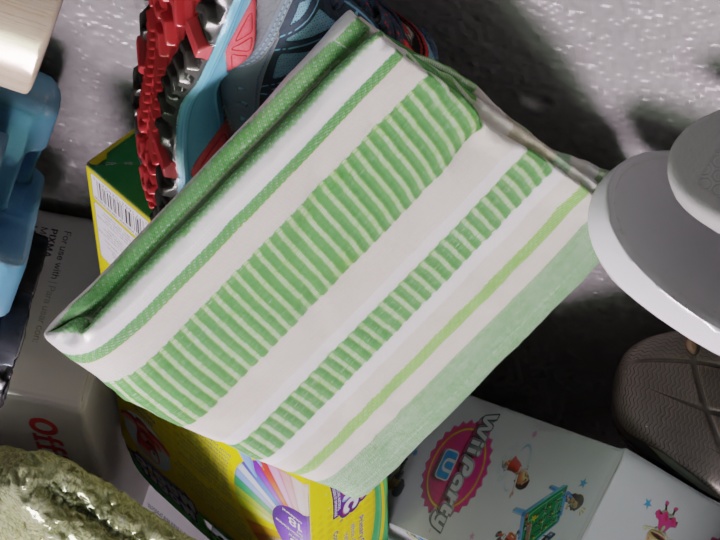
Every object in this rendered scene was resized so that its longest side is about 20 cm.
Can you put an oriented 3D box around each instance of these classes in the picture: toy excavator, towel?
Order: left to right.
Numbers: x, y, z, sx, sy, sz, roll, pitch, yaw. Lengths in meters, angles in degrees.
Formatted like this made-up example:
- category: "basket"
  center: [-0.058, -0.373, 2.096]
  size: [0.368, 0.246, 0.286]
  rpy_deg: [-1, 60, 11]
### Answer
- category: "toy excavator"
  center: [-0.144, -0.051, 1.047]
  size: [0.099, 0.201, 0.195]
  rpy_deg: [18, -162, -8]
- category: "towel"
  center: [-0.084, 0.127, 1.181]
  size: [0.200, 0.037, 0.148]
  rpy_deg: [37, 161, -26]
- category: "towel"
  center: [0.000, 0.000, 0.992]
  size: [0.023, 0.153, 0.200]
  rpy_deg: [50, -168, 30]

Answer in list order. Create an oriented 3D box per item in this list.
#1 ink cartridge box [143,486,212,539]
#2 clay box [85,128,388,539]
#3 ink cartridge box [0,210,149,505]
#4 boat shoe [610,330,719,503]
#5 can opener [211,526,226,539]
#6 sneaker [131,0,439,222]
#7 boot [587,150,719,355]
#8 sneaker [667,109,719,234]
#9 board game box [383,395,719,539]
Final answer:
- category: "ink cartridge box"
  center: [-0.154, 0.180, 1.382]
  size: [0.084, 0.201, 0.146]
  rpy_deg: [-2, 149, 32]
- category: "clay box"
  center: [-0.043, 0.043, 1.134]
  size: [0.115, 0.048, 0.201]
  rpy_deg: [40, 154, 26]
- category: "ink cartridge box"
  center: [-0.185, 0.033, 1.239]
  size: [0.199, 0.085, 0.145]
  rpy_deg: [10, 154, 10]
- category: "boat shoe"
  center: [0.183, 0.082, 1.155]
  size: [0.199, 0.075, 0.073]
  rpy_deg: [20, 153, -9]
- category: "can opener"
  center: [0.007, 0.161, 1.360]
  size: [0.066, 0.053, 0.199]
  rpy_deg: [14, -178, -45]
- category: "sneaker"
  center: [-0.021, -0.081, 0.967]
  size: [0.095, 0.080, 0.200]
  rpy_deg: [-8, 152, -13]
- category: "boot"
  center: [0.149, 0.028, 1.063]
  size: [0.199, 0.074, 0.096]
  rpy_deg: [23, 146, -19]
- category: "sneaker"
  center: [0.197, -0.001, 0.982]
  size: [0.199, 0.071, 0.099]
  rpy_deg: [7, 148, 7]
- category: "board game box"
  center: [0.082, 0.107, 1.195]
  size: [0.147, 0.065, 0.200]
  rpy_deg: [32, 172, -33]
